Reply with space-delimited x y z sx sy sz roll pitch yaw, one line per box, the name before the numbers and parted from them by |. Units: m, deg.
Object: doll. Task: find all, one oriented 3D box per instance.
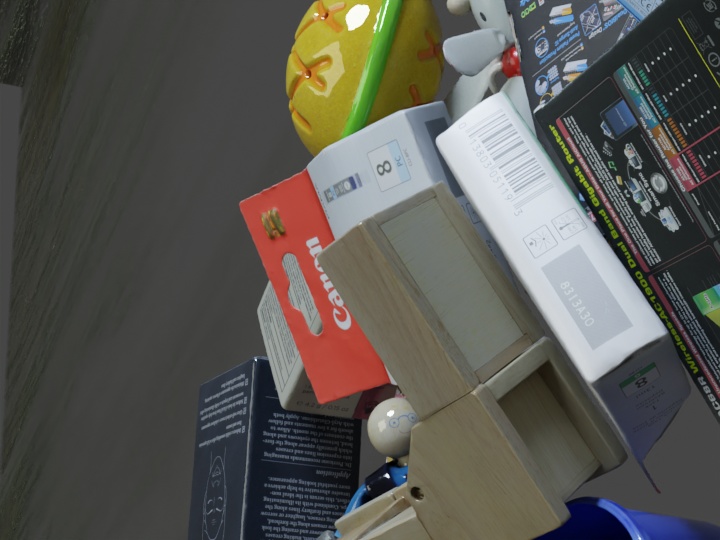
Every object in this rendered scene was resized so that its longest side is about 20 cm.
doll | 0.054 0.176 0.847 0.048 0.136 0.200 99 151 -74

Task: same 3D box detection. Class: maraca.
maraca | 0.009 -0.162 0.928 0.137 0.107 0.200 -175 101 -80

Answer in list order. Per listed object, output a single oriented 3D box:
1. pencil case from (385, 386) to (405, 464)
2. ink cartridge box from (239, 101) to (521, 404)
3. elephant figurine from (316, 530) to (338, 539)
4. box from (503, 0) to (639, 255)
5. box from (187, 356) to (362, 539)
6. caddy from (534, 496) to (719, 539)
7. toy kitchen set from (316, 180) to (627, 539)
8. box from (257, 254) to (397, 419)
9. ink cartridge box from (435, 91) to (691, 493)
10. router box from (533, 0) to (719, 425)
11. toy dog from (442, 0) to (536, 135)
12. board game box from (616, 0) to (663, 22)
pencil case | 0.052 0.122 0.923 0.087 0.083 0.200 -168 88 -69
ink cartridge box | 0.000 0.000 0.863 0.200 0.047 0.160 -22 90 41
elephant figurine | -0.017 0.332 0.979 0.141 0.155 0.200 -32 48 2
box | 0.169 -0.133 0.717 0.200 0.050 0.199 -36 60 48
box | -0.078 0.191 1.165 0.148 0.107 0.200 152 125 -61
caddy | 0.119 0.203 0.701 0.200 0.105 0.141 131 143 -51
toy kitchen set | 0.033 0.071 0.753 0.200 0.163 0.180 -36 86 39
box | 0.008 0.002 1.038 0.128 0.109 0.200 -109 37 -49
ink cartridge box | 0.119 0.019 0.703 0.050 0.200 0.161 -33 58 7
router box | 0.178 -0.026 0.577 0.200 0.062 0.150 60 154 5
toy dog | 0.079 -0.096 0.871 0.132 0.096 0.200 80 -178 -56
board game box | 0.157 -0.188 0.573 0.151 0.037 0.200 50 153 23
